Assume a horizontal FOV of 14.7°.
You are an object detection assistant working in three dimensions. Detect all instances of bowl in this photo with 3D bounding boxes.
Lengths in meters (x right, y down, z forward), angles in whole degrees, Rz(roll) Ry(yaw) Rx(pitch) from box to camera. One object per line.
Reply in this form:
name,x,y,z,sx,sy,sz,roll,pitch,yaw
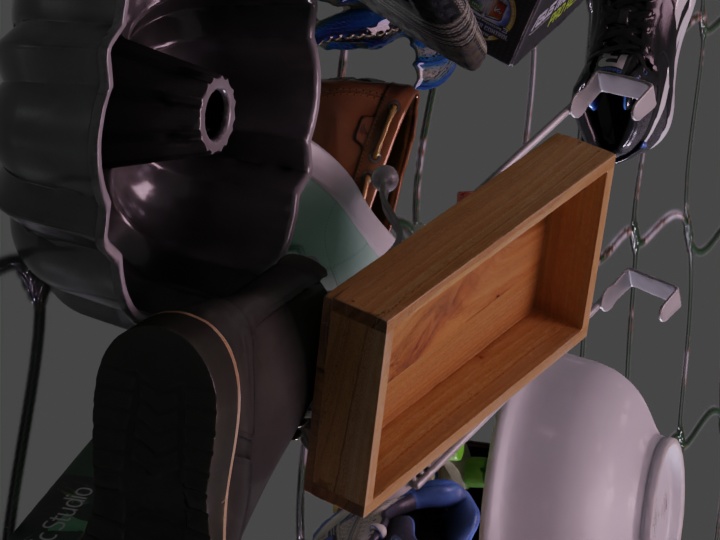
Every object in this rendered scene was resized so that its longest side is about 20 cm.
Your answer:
bowl,0.136,0.142,1.628,0.201,0.090,0.202,5,90,-72

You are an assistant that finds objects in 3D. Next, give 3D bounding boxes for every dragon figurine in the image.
dragon figurine,0.024,-0.134,1.461,0.200,0.099,0.059,-57,162,-57

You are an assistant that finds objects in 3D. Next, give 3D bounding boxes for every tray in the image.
tray,0.046,0.020,1.244,0.200,0.037,0.099,-34,139,-49

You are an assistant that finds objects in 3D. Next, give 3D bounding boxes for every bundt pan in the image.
bundt pan,-0.093,-0.069,1.185,0.202,0.075,0.203,7,90,-66

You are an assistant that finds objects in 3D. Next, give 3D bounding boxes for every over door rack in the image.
over door rack,0.060,0.003,1.369,0.200,0.067,0.148,-33,135,-20

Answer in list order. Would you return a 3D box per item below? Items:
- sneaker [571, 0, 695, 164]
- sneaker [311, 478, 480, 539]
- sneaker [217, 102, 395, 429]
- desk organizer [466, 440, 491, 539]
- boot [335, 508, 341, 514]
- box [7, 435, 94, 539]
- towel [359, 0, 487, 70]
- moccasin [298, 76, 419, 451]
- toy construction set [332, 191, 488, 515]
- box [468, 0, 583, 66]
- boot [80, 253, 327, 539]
sneaker,0.194,-0.173,1.982,0.112,0.073,0.201,-38,130,-66
sneaker,-0.004,0.155,1.340,0.077,0.085,0.200,52,36,-7
sneaker,-0.052,0.001,1.340,0.119,0.074,0.200,-58,138,-13
desk organizer,0.057,0.200,1.670,0.072,0.077,0.201,21,74,-70
boot,-0.025,0.220,1.479,0.200,0.076,0.156,-55,155,-51
box,-0.119,0.163,1.239,0.200,0.036,0.145,-55,144,-58
towel,-0.035,-0.182,1.193,0.035,0.200,0.193,-50,153,-5
moccasin,0.000,0.000,1.469,0.074,0.077,0.203,40,56,-74
toy construction set,0.038,0.050,1.587,0.131,0.092,0.201,3,102,-70
box,0.046,-0.185,1.441,0.044,0.160,0.200,-66,169,27
boot,-0.060,0.099,1.175,0.138,0.077,0.201,-33,142,-60
